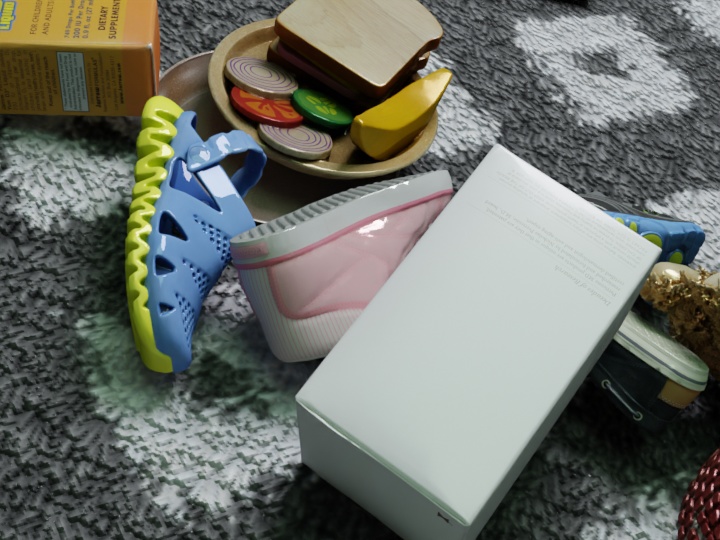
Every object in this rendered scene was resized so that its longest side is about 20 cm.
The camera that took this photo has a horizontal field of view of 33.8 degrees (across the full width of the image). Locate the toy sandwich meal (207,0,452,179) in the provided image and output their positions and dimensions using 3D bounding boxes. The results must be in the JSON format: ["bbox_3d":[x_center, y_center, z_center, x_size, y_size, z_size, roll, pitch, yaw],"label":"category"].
[{"bbox_3d":[-0.018,-0.153,0.908,0.203,0.071,0.206,11,45,-11],"label":"toy sandwich meal"}]

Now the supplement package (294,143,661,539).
[{"bbox_3d":[0.066,0.052,0.703,0.119,0.122,0.200,34,68,14],"label":"supplement package"}]

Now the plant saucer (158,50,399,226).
[{"bbox_3d":[-0.067,-0.096,0.907,0.198,0.032,0.201,10,45,-10],"label":"plant saucer"}]

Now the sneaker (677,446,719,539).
[{"bbox_3d":[0.248,0.184,0.735,0.082,0.078,0.201,23,51,-9],"label":"sneaker"}]

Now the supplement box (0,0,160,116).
[{"bbox_3d":[-0.246,-0.157,0.855,0.198,0.069,0.067,-1,46,-5],"label":"supplement box"}]

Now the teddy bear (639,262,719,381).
[{"bbox_3d":[0.265,0.061,0.813,0.144,0.200,0.067,15,67,39],"label":"teddy bear"}]

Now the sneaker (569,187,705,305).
[{"bbox_3d":[0.186,-0.026,0.867,0.199,0.071,0.083,11,26,-48],"label":"sneaker"}]

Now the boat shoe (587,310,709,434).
[{"bbox_3d":[0.152,0.042,0.831,0.074,0.063,0.200,9,23,-46],"label":"boat shoe"}]

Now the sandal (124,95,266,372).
[{"bbox_3d":[-0.107,-0.028,0.772,0.086,0.080,0.202,5,61,-6],"label":"sandal"}]

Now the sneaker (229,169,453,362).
[{"bbox_3d":[0.000,0.000,0.803,0.200,0.075,0.106,-26,103,-46],"label":"sneaker"}]
